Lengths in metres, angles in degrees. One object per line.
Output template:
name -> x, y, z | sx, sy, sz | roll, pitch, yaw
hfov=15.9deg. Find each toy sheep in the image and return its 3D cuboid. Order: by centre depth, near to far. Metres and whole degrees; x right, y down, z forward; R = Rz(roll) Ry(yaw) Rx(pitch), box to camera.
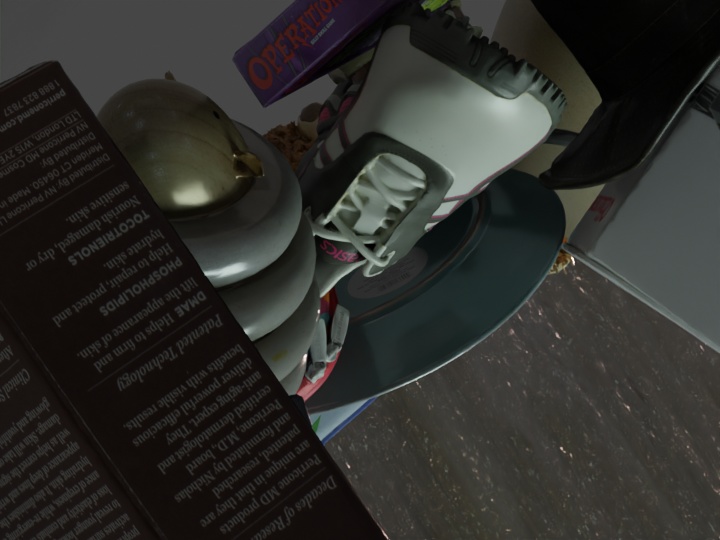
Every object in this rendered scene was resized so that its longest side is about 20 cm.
toy sheep -> -0.079, 0.015, 0.956 | 0.138, 0.138, 0.201 | -32, 146, -39

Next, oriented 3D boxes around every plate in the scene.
plate -> 0.000, 0.000, 1.207 | 0.199, 0.026, 0.201 | -20, -154, 10

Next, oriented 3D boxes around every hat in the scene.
hat -> 0.120, -0.127, 1.023 | 0.201, 0.081, 0.201 | -47, -172, 9

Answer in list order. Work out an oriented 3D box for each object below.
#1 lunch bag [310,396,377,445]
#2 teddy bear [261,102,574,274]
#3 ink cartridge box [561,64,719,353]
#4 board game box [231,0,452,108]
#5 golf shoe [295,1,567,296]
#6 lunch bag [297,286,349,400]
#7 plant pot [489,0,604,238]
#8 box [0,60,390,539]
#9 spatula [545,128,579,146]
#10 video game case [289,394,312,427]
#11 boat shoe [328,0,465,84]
lunch bag -> -0.081, 0.060, 1.375 | 0.199, 0.076, 0.160 | -32, -157, -27
teddy bear -> 0.031, -0.048, 1.416 | 0.145, 0.199, 0.067 | -74, -175, -55
ink cartridge box -> 0.181, -0.067, 1.130 | 0.201, 0.084, 0.145 | -55, 180, 3
board game box -> 0.046, -0.136, 0.974 | 0.120, 0.032, 0.200 | -38, -179, -44
golf shoe -> 0.020, -0.040, 1.000 | 0.088, 0.077, 0.200 | -61, -174, -16
lunch bag -> -0.104, 0.040, 1.133 | 0.199, 0.082, 0.176 | -34, -150, 8
plant pot -> 0.151, -0.124, 1.315 | 0.187, 0.188, 0.200 | -33, 164, -5
box -> -0.080, 0.048, 0.790 | 0.075, 0.201, 0.100 | -32, 179, -38
spatula -> 0.069, -0.058, 1.193 | 0.199, 0.021, 0.057 | -16, 152, -16
video game case -> -0.114, 0.103, 0.946 | 0.142, 0.019, 0.200 | -11, 159, -27
boat shoe -> 0.029, -0.090, 1.236 | 0.075, 0.074, 0.200 | -34, 178, 7
